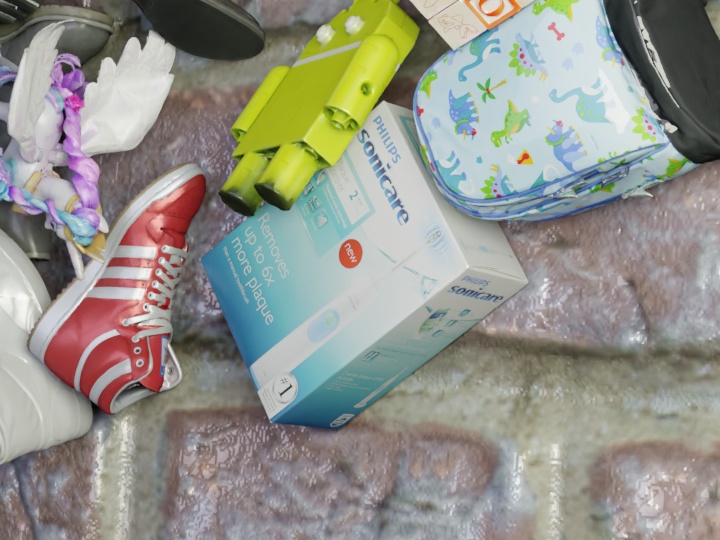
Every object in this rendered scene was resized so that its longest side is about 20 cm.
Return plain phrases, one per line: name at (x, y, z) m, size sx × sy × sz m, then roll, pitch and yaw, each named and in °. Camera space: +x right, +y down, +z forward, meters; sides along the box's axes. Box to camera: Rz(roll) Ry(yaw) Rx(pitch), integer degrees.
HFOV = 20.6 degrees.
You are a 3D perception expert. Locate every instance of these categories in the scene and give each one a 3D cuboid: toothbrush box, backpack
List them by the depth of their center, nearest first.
backpack at (0.133, -0.112, 1.319) m, size 0.199 × 0.153 × 0.164 m, roll -25°, pitch 84°, yaw 45°
toothbrush box at (0.000, 0.000, 1.425) m, size 0.200 × 0.085 × 0.147 m, roll -37°, pitch 63°, yaw 25°

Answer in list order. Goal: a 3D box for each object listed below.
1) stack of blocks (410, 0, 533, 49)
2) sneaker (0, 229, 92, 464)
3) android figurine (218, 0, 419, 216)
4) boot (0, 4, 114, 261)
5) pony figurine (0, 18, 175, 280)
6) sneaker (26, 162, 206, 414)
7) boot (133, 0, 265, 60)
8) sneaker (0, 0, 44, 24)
stack of blocks at (0.077, -0.239, 1.351) m, size 0.115 × 0.059 × 0.201 m, roll -31°, pitch 30°, yaw 29°
sneaker at (-0.303, 0.058, 1.590) m, size 0.074 × 0.115 × 0.201 m, roll -34°, pitch 82°, yaw 38°
android figurine at (-0.027, -0.130, 1.432) m, size 0.201 × 0.041 × 0.182 m, roll -58°, pitch 22°, yaw -17°
boot at (-0.272, -0.109, 1.652) m, size 0.181 × 0.072 × 0.202 m, roll -13°, pitch 69°, yaw 49°
pony figurine at (-0.249, -0.110, 1.545) m, size 0.199 × 0.166 × 0.195 m, roll 23°, pitch 103°, yaw 36°
sneaker at (-0.162, 0.020, 1.554) m, size 0.112 × 0.071 × 0.200 m, roll 41°, pitch 97°, yaw 21°
boot at (-0.140, -0.277, 1.558) m, size 0.069 × 0.199 × 0.175 m, roll -35°, pitch 30°, yaw 51°
sneaker at (-0.320, -0.247, 1.639) m, size 0.199 × 0.078 × 0.091 m, roll -25°, pitch 52°, yaw 45°
